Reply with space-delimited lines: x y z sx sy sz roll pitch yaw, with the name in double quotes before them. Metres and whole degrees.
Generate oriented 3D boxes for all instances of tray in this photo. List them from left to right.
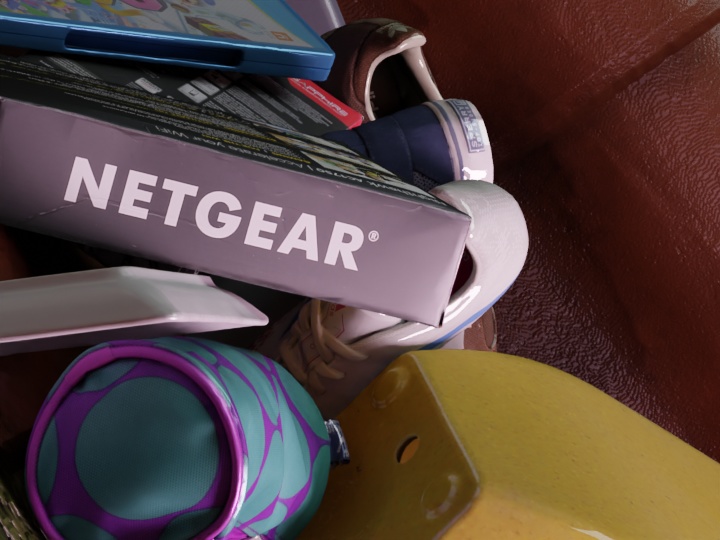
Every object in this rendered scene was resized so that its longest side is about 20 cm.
"tray" -0.099 0.015 1.002 0.200 0.107 0.022 12 70 -83

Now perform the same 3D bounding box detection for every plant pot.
"plant pot" 0.059 0.148 1.194 0.200 0.195 0.194 40 12 -31

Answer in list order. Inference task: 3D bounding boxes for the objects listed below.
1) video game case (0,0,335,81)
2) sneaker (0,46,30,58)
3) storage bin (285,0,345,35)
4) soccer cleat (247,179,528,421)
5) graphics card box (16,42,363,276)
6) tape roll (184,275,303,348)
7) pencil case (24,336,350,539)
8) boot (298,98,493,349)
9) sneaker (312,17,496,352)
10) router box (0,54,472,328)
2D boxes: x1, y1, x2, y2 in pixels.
"video game case" -0.127 -0.139 1.330 0.200 0.018 0.143 4 29 -36
"sneaker" -0.143 -0.084 1.398 0.200 0.073 0.071 51 3 -41
"storage bin" -0.056 -0.079 1.613 0.146 0.134 0.200 54 15 -75
"soccer cleat" -0.012 0.032 1.221 0.070 0.200 0.086 48 13 17
"graphics card box" -0.090 -0.063 1.302 0.125 0.051 0.200 34 25 6
"tape roll" -0.027 0.049 1.427 0.200 0.066 0.201 -22 90 -81
"pencil case" -0.063 0.073 1.064 0.200 0.085 0.093 21 46 -80
"boot" 0.000 0.000 1.313 0.200 0.090 0.073 98 -25 -46
"sneaker" 0.028 -0.028 1.400 0.075 0.070 0.200 -9 -76 59
"router box" -0.075 -0.037 1.111 0.200 0.051 0.149 13 8 -23
